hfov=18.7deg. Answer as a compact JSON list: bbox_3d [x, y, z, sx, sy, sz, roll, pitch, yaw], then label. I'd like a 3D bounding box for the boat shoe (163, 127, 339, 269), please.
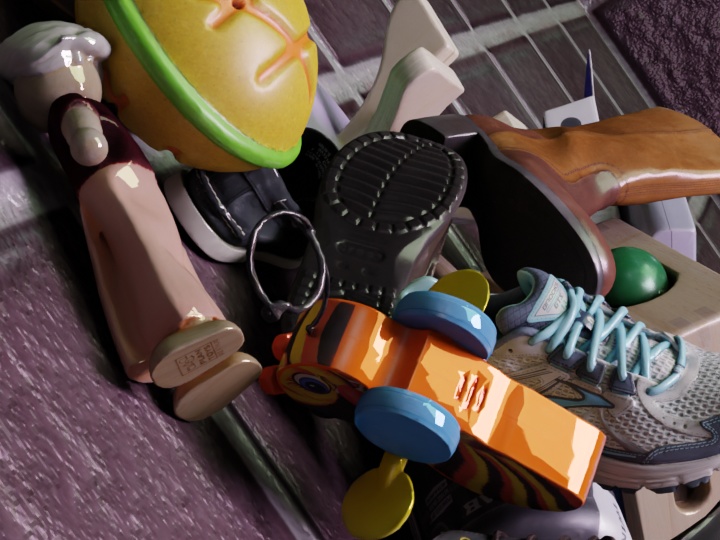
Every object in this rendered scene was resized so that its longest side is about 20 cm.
[{"bbox_3d":[-0.042,-0.049,1.186,0.075,0.066,0.199,58,15,10],"label":"boat shoe"}]

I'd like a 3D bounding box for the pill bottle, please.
[{"bbox_3d":[0.077,0.122,1.116,0.106,0.106,0.200,42,20,-40],"label":"pill bottle"}]

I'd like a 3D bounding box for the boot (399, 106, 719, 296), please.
[{"bbox_3d":[0.146,-0.038,1.245,0.199,0.069,0.188,-4,22,-31],"label":"boot"}]

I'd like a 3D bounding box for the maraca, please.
[{"bbox_3d":[-0.090,-0.133,1.077,0.201,0.107,0.137,61,19,21],"label":"maraca"}]

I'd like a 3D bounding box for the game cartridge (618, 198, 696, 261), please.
[{"bbox_3d":[0.188,0.027,1.418,0.133,0.041,0.201,-89,178,-54],"label":"game cartridge"}]

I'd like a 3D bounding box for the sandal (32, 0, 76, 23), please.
[{"bbox_3d":[-0.167,-0.191,1.124,0.200,0.054,0.082,50,16,-20],"label":"sandal"}]

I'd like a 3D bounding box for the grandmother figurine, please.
[{"bbox_3d":[-0.111,-0.035,0.977,0.200,0.060,0.121,60,-12,28],"label":"grandmother figurine"}]

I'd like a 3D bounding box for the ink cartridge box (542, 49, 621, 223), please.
[{"bbox_3d":[0.145,-0.011,1.479,0.199,0.043,0.201,87,-1,-51],"label":"ink cartridge box"}]

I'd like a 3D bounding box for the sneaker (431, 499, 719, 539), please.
[{"bbox_3d":[0.098,0.136,0.991,0.106,0.200,0.075,48,-23,15],"label":"sneaker"}]

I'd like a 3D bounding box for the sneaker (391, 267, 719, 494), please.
[{"bbox_3d":[0.100,0.046,1.030,0.078,0.199,0.087,-57,142,-46],"label":"sneaker"}]

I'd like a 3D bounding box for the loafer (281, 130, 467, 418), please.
[{"bbox_3d":[0.000,0.000,1.148,0.073,0.071,0.200,20,43,8],"label":"loafer"}]

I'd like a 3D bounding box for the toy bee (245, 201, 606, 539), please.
[{"bbox_3d":[0.011,0.042,0.981,0.131,0.109,0.200,-44,107,-32],"label":"toy bee"}]

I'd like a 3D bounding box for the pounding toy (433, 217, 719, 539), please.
[{"bbox_3d":[0.130,0.060,1.264,0.184,0.142,0.201,35,-37,58],"label":"pounding toy"}]

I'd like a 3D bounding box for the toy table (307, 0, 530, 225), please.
[{"bbox_3d":[0.035,-0.071,1.379,0.200,0.117,0.184,58,15,14],"label":"toy table"}]
